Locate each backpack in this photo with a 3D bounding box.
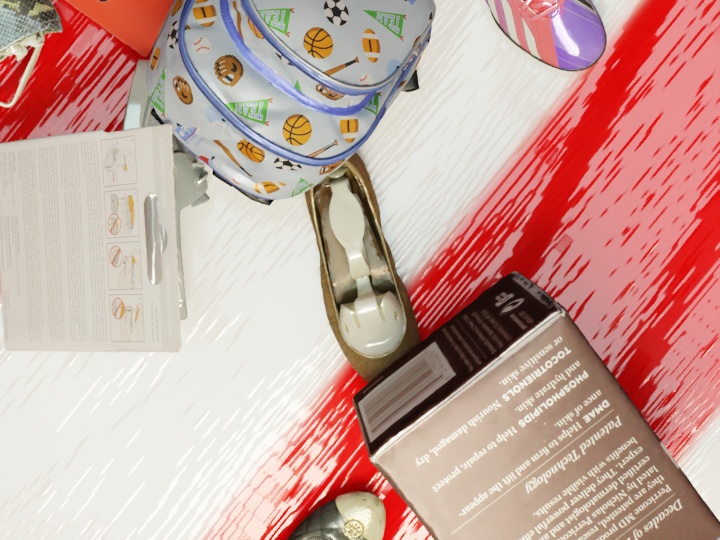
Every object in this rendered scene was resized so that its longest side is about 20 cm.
[{"bbox_3d":[-0.050,-0.153,0.967,0.199,0.154,0.191,34,64,-8],"label":"backpack"}]

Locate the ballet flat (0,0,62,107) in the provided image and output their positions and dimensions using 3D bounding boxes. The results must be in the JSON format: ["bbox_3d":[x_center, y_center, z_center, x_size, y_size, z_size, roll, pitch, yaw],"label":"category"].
[{"bbox_3d":[-0.305,-0.136,1.053,0.074,0.074,0.200,42,94,0],"label":"ballet flat"}]

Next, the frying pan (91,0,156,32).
[{"bbox_3d":[-0.151,-0.277,1.059,0.114,0.031,0.192,14,89,-1],"label":"frying pan"}]

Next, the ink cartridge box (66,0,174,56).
[{"bbox_3d":[-0.190,-0.267,0.980,0.160,0.047,0.200,35,126,3],"label":"ink cartridge box"}]

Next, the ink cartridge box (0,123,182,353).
[{"bbox_3d":[-0.191,-0.021,1.009,0.199,0.050,0.162,-2,91,37],"label":"ink cartridge box"}]

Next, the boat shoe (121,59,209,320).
[{"bbox_3d":[-0.151,-0.058,1.054,0.071,0.070,0.203,3,96,-9],"label":"boat shoe"}]

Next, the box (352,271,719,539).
[{"bbox_3d":[0.119,0.136,0.982,0.164,0.166,0.200,-38,101,1],"label":"box"}]

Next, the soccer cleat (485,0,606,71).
[{"bbox_3d":[0.113,-0.233,1.031,0.068,0.073,0.200,-38,90,2],"label":"soccer cleat"}]

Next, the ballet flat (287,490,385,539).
[{"bbox_3d":[-0.052,0.251,1.058,0.066,0.057,0.200,43,92,-1],"label":"ballet flat"}]

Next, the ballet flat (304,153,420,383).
[{"bbox_3d":[0.000,0.000,1.042,0.067,0.072,0.202,-13,91,1],"label":"ballet flat"}]
